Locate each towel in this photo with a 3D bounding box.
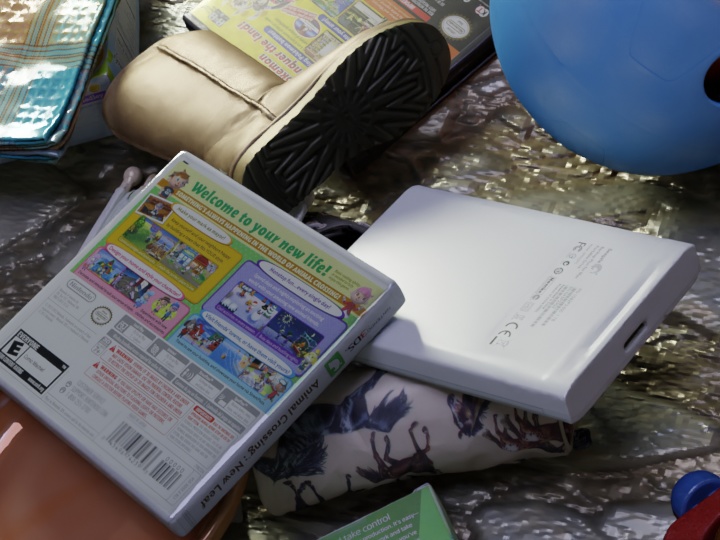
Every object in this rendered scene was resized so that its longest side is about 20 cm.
[{"bbox_3d":[-0.238,-0.162,1.446,0.145,0.022,0.201,4,58,21],"label":"towel"}]

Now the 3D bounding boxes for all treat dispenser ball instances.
[{"bbox_3d":[0.175,-0.158,1.249,0.199,0.201,0.202,-11,52,14],"label":"treat dispenser ball"}]

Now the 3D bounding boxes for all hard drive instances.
[{"bbox_3d":[0.071,0.014,1.184,0.199,0.026,0.132,14,47,40],"label":"hard drive"}]

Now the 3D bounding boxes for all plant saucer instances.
[{"bbox_3d":[-0.152,0.119,1.207,0.199,0.038,0.201,-11,53,15],"label":"plant saucer"}]

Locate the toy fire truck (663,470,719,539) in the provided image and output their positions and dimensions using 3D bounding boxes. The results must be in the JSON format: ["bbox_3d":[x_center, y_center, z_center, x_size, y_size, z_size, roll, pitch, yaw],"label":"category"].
[{"bbox_3d":[0.241,0.127,1.090,0.199,0.113,0.168,-36,27,-7],"label":"toy fire truck"}]

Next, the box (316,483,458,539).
[{"bbox_3d":[0.011,0.228,1.140,0.144,0.036,0.201,-26,52,2],"label":"box"}]

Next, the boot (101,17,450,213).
[{"bbox_3d":[-0.060,-0.123,1.365,0.175,0.066,0.200,-36,33,-15],"label":"boot"}]

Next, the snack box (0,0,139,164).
[{"bbox_3d":[-0.244,-0.175,1.514,0.167,0.068,0.201,-14,54,11],"label":"snack box"}]

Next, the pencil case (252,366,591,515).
[{"bbox_3d":[0.029,0.084,1.211,0.198,0.089,0.078,-13,80,13],"label":"pencil case"}]

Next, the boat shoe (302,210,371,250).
[{"bbox_3d":[0.000,0.000,1.295,0.199,0.057,0.067,26,68,34],"label":"boat shoe"}]

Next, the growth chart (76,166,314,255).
[{"bbox_3d":[-0.118,-0.006,1.339,0.199,0.018,0.145,6,56,43],"label":"growth chart"}]

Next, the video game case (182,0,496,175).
[{"bbox_3d":[0.002,-0.176,1.446,0.180,0.026,0.200,-40,52,-10],"label":"video game case"}]

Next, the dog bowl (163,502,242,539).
[{"bbox_3d":[-0.171,0.154,1.251,0.198,0.059,0.201,-11,52,15],"label":"dog bowl"}]

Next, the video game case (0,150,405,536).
[{"bbox_3d":[-0.100,0.035,1.205,0.182,0.022,0.200,-46,48,-14],"label":"video game case"}]
